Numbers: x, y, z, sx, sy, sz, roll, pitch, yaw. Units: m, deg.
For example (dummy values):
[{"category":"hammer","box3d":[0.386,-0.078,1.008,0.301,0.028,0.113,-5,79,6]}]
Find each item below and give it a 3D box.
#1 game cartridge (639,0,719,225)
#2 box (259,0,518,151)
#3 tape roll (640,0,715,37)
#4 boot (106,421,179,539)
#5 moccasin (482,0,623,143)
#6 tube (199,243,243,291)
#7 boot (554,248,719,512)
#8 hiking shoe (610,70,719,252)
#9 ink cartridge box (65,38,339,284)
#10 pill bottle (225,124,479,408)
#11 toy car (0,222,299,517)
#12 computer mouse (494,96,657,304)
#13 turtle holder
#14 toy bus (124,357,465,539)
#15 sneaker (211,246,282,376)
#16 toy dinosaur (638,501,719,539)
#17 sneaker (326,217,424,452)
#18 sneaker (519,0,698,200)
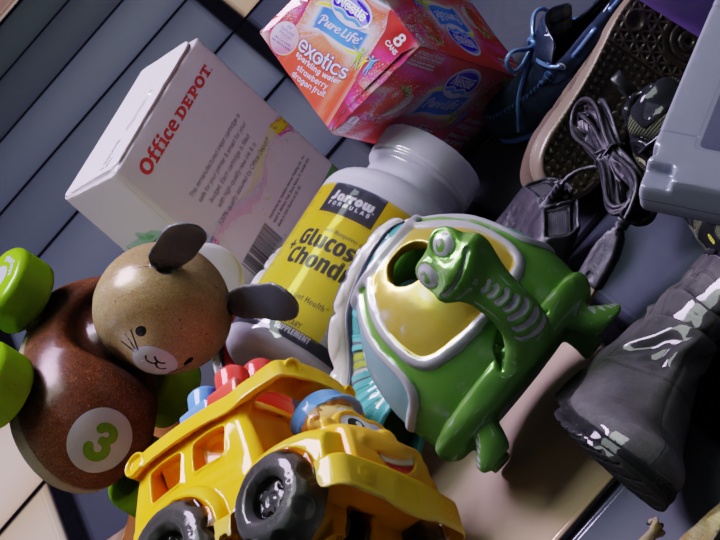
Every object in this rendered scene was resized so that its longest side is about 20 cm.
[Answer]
[{"category":"game cartridge","box3d":[0.245,-0.091,1.315,0.132,0.041,0.201,10,45,20]},{"category":"box","box3d":[0.029,-0.156,1.722,0.095,0.100,0.200,-42,-21,19]},{"category":"tape roll","box3d":[0.245,-0.245,1.472,0.199,0.085,0.201,-30,48,39]},{"category":"boot","box3d":[-0.118,0.138,1.645,0.155,0.077,0.201,-31,30,43]},{"category":"moccasin","box3d":[0.154,-0.166,1.678,0.200,0.068,0.081,-37,25,35]},{"category":"tube","box3d":[-0.137,0.038,1.707,0.200,0.058,0.052,132,130,-63]},{"category":"boot","box3d":[0.169,0.047,1.258,0.132,0.070,0.200,-47,10,6]},{"category":"hiking shoe","box3d":[0.199,-0.061,1.373,0.076,0.101,0.200,-49,21,2]},{"category":"ink cartridge box","box3d":[-0.111,-0.057,1.836,0.084,0.200,0.145,-20,35,50]},{"category":"pill bottle","box3d":[0.000,0.000,1.645,0.201,0.112,0.112,-57,23,-19]},{"category":"toy car","box3d":[-0.138,0.045,1.541,0.199,0.164,0.159,-33,36,35]},{"category":"computer mouse","box3d":[0.122,-0.001,1.491,0.201,0.046,0.141,-54,29,18]},{"category":"turtle holder","box3d":[0.059,0.036,1.371,0.141,0.132,0.185,-53,-9,16]},{"category":"toy bus","box3d":[-0.048,0.124,1.436,0.199,0.135,0.193,-34,45,31]},{"category":"sneaker","box3d":[-0.047,0.030,1.728,0.085,0.077,0.201,-21,27,35]},{"category":"toy dinosaur","box3d":[0.144,0.176,1.147,0.101,0.058,0.201,-24,33,45]},{"category":"sneaker","box3d":[0.025,0.068,1.498,0.079,0.077,0.202,5,84,52]},{"category":"sneaker","box3d":[0.172,-0.131,1.588,0.200,0.070,0.075,-49,10,-11]}]
